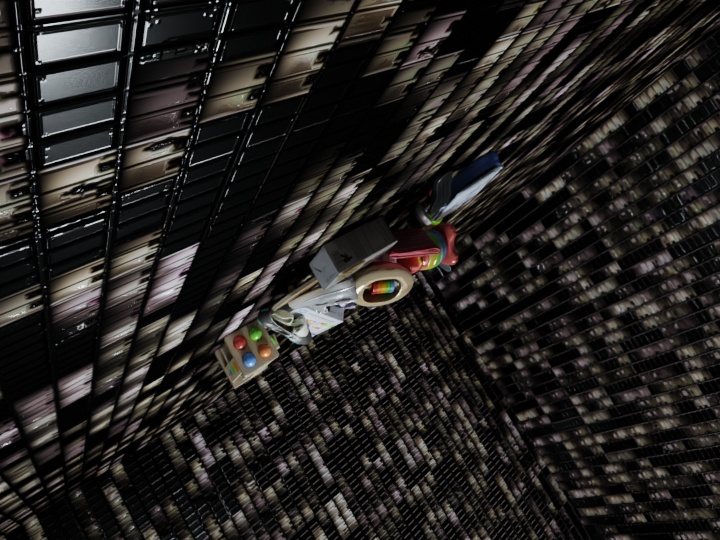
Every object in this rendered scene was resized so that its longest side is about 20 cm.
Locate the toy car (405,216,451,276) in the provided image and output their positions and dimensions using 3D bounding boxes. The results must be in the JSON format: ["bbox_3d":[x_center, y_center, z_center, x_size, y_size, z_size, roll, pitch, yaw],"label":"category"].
[{"bbox_3d":[0.242,-0.080,1.856,0.155,0.204,0.164,-31,173,-10],"label":"toy car"}]

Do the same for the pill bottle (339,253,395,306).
[{"bbox_3d":[0.000,0.000,1.565,0.196,0.122,0.120,-32,173,-1],"label":"pill bottle"}]

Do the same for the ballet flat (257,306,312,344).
[{"bbox_3d":[-0.195,0.153,1.537,0.067,0.070,0.197,-30,138,34],"label":"ballet flat"}]

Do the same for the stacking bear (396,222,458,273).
[{"bbox_3d":[0.178,-0.050,1.578,0.111,0.126,0.197,8,-157,42],"label":"stacking bear"}]

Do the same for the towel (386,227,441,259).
[{"bbox_3d":[0.126,-0.078,1.485,0.139,0.023,0.201,-5,-158,-7],"label":"towel"}]

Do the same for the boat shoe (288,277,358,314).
[{"bbox_3d":[-0.095,0.076,1.425,0.194,0.071,0.072,-19,-173,15],"label":"boat shoe"}]

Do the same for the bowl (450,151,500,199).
[{"bbox_3d":[0.331,-0.274,1.647,0.197,0.040,0.201,-34,173,-5],"label":"bowl"}]

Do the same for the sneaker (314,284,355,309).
[{"bbox_3d":[-0.112,0.062,1.664,0.191,0.120,0.081,-4,173,5],"label":"sneaker"}]

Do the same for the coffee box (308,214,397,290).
[{"bbox_3d":[-0.018,-0.046,1.362,0.197,0.081,0.113,-30,173,-33],"label":"coffee box"}]

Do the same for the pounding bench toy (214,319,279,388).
[{"bbox_3d":[-0.306,0.226,1.640,0.197,0.126,0.156,-29,171,-36],"label":"pounding bench toy"}]

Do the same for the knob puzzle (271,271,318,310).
[{"bbox_3d":[-0.156,0.040,1.428,0.216,0.031,0.220,-34,180,0],"label":"knob puzzle"}]

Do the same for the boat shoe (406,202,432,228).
[{"bbox_3d":[0.166,-0.150,1.616,0.065,0.071,0.200,-35,180,9],"label":"boat shoe"}]

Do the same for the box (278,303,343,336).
[{"bbox_3d":[-0.164,0.140,1.620,0.153,0.043,0.198,23,145,-33],"label":"box"}]

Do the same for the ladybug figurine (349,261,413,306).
[{"bbox_3d":[0.052,0.029,1.478,0.193,0.073,0.139,-2,133,-25],"label":"ladybug figurine"}]

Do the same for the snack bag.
[{"bbox_3d":[0.307,-0.225,1.610,0.185,0.022,0.200,-33,173,-20],"label":"snack bag"}]

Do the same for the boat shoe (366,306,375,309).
[{"bbox_3d":[0.050,0.069,1.707,0.069,0.063,0.201,-12,-173,18],"label":"boat shoe"}]

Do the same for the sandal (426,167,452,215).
[{"bbox_3d":[0.207,-0.217,1.476,0.074,0.045,0.202,-37,159,-15],"label":"sandal"}]
